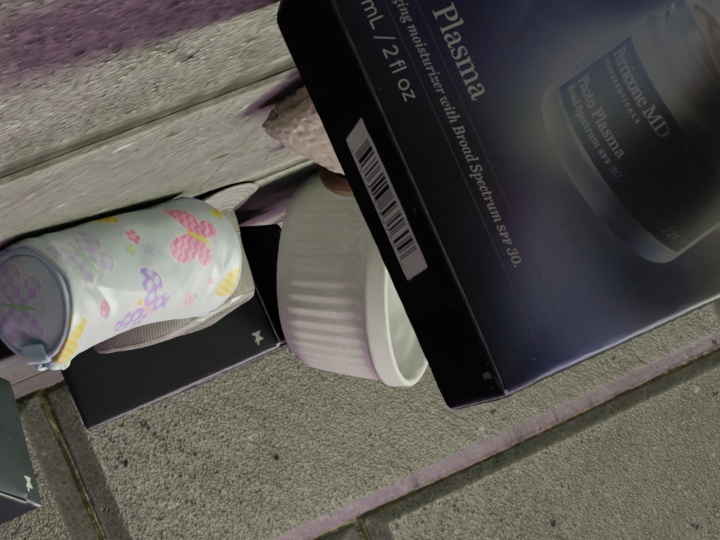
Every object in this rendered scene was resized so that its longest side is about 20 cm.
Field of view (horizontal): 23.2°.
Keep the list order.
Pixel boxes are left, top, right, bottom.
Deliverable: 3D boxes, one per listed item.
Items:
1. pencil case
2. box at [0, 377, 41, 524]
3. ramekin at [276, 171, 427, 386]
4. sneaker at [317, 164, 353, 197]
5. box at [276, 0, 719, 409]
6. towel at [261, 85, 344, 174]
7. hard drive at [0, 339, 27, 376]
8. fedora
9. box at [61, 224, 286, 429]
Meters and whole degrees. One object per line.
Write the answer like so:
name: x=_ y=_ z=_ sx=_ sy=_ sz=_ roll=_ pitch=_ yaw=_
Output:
pencil case: x=-0.170 y=0.006 z=1.241 sx=0.083 sy=0.091 sz=0.200 roll=-25 pitch=178 yaw=36
box: x=-0.383 y=0.148 z=1.322 sx=0.200 sy=0.118 sz=0.197 roll=-23 pitch=157 yaw=11
ramekin: x=0.000 y=0.000 z=1.546 sx=0.105 sy=0.201 sz=0.200 roll=3 pitch=-175 yaw=16
sneaker: x=0.045 y=-0.112 z=1.235 sx=0.200 sy=0.071 sz=0.076 roll=-18 pitch=151 yaw=25
box: x=0.096 y=-0.073 z=0.751 sx=0.198 sy=0.200 sz=0.123 roll=-24 pitch=177 yaw=-11
towel: x=0.040 y=-0.089 z=1.017 sx=0.132 sy=0.035 sz=0.200 roll=27 pitch=156 yaw=-22
hard drive: x=-0.371 y=0.086 z=1.784 sx=0.139 sy=0.033 sz=0.200 roll=-24 pitch=178 yaw=1
fedora: x=-0.158 y=0.010 z=1.431 sx=0.200 sy=0.090 sz=0.177 roll=-24 pitch=178 yaw=0
box: x=-0.162 y=0.047 z=1.642 sx=0.200 sy=0.123 sz=0.198 roll=-24 pitch=179 yaw=10
